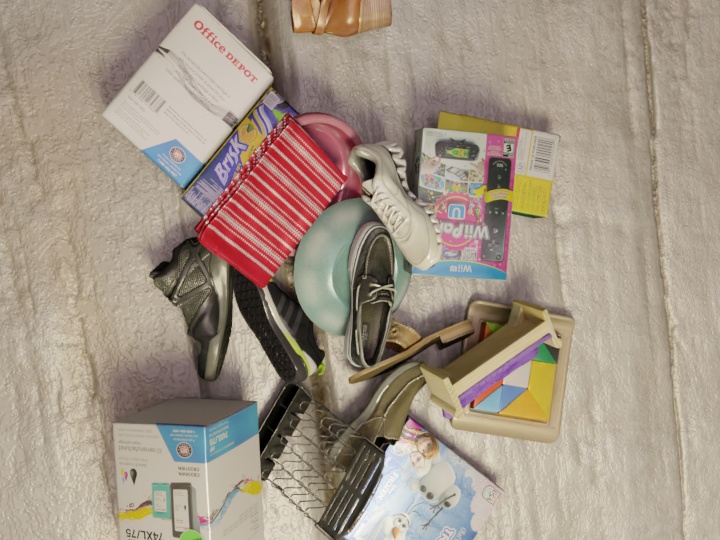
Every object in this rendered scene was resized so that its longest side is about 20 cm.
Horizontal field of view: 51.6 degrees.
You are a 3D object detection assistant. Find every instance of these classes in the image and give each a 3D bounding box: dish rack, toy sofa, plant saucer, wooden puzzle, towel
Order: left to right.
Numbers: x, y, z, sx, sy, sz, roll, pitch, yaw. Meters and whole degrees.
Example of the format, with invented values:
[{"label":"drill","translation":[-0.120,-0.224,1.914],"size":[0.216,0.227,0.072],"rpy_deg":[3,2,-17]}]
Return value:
[{"label":"towel","translation":[-0.114,-0.087,0.992],"size":[0.201,0.022,0.144],"rpy_deg":[-52,133,-5]},{"label":"plant saucer","translation":[-0.079,-0.123,1.049],"size":[0.197,0.051,0.206],"rpy_deg":[-18,122,-29]},{"label":"dish rack","translation":[-0.064,0.269,1.043],"size":[0.054,0.198,0.156],"rpy_deg":[34,85,-53]},{"label":"plant saucer","translation":[0.000,0.000,1.079],"size":[0.196,0.038,0.207],"rpy_deg":[-6,102,-26]},{"label":"toy sofa","translation":[0.193,0.137,1.076],"size":[0.197,0.082,0.099],"rpy_deg":[-31,107,-16]},{"label":"wooden puzzle","translation":[0.241,0.160,1.159],"size":[0.180,0.037,0.206],"rpy_deg":[10,90,-11]}]

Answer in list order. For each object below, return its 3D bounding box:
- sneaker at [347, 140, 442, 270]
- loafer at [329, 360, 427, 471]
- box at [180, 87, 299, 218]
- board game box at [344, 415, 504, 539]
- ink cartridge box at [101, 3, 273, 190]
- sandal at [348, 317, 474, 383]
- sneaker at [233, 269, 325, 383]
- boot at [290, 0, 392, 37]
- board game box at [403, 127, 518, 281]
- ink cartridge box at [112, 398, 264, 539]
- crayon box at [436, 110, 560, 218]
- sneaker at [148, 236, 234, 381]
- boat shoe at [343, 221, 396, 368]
[{"label":"sneaker","translation":[0.043,-0.088,1.011],"size":[0.080,0.075,0.203],"rpy_deg":[-1,57,-48]},{"label":"loafer","translation":[0.040,0.222,1.093],"size":[0.069,0.075,0.201],"rpy_deg":[37,84,28]},{"label":"box","translation":[-0.168,-0.158,1.057],"size":[0.064,0.070,0.201],"rpy_deg":[40,85,-10]},{"label":"board game box","translation":[0.087,0.359,1.133],"size":[0.197,0.043,0.202],"rpy_deg":[37,85,-11]},{"label":"ink cartridge box","translation":[-0.235,-0.237,1.035],"size":[0.144,0.084,0.201],"rpy_deg":[41,85,-9]},{"label":"sandal","translation":[0.066,0.100,1.118],"size":[0.207,0.078,0.071],"rpy_deg":[-20,74,-12]},{"label":"sneaker","translation":[-0.115,0.068,1.088],"size":[0.082,0.071,0.204],"rpy_deg":[-27,93,-42]},{"label":"boot","translation":[-0.039,-0.444,1.080],"size":[0.151,0.077,0.206],"rpy_deg":[-7,100,-6]},{"label":"board game box","translation":[0.143,-0.094,1.070],"size":[0.143,0.064,0.206],"rpy_deg":[3,95,-10]},{"label":"ink cartridge box","translation":[-0.225,0.290,0.998],"size":[0.143,0.146,0.206],"rpy_deg":[-2,93,20]},{"label":"crayon box","translation":[0.197,-0.160,1.134],"size":[0.194,0.051,0.131],"rpy_deg":[10,90,-11]},{"label":"sneaker","translation":[-0.237,0.052,1.051],"size":[0.111,0.076,0.206],"rpy_deg":[2,96,0]},{"label":"boat shoe","translation":[0.023,0.037,1.033],"size":[0.070,0.071,0.206],"rpy_deg":[2,95,-26]}]
